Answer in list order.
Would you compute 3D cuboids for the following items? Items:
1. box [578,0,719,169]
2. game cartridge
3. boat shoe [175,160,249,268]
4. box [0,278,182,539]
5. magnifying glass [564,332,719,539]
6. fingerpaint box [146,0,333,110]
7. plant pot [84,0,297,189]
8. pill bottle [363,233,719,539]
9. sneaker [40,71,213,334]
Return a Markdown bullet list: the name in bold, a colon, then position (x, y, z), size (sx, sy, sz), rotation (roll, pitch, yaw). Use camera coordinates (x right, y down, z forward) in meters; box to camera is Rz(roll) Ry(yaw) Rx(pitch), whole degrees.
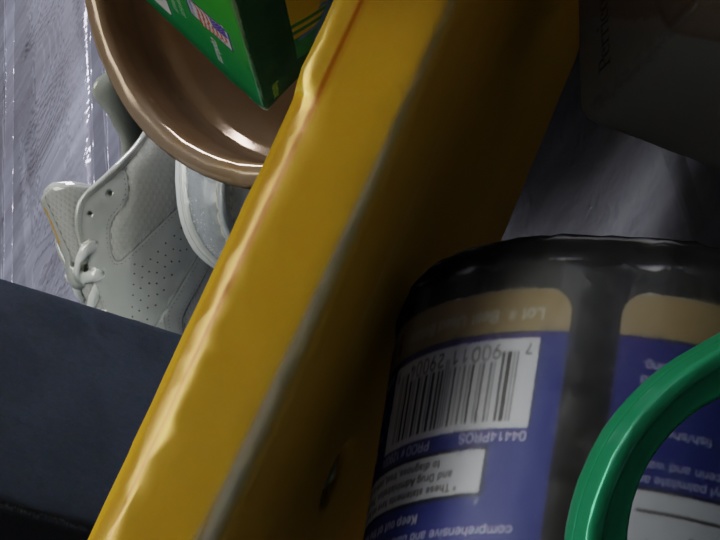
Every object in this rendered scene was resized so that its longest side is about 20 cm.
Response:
- **box**: position (0.130, -0.108, 0.620), size (0.200, 0.078, 0.095), rotation (-48, 31, 47)
- **game cartridge**: position (0.000, 0.000, 0.669), size (0.176, 0.032, 0.200), rotation (61, -129, -75)
- **boat shoe**: position (-0.004, -0.089, 0.960), size (0.202, 0.074, 0.065), rotation (-64, 17, 2)
- **box**: position (-0.147, 0.111, 0.923), size (0.197, 0.200, 0.124), rotation (-60, 24, 30)
- **magnifying glass**: position (0.113, 0.008, 0.557), size (0.200, 0.080, 0.022), rotation (-54, 8, -4)
- **fingerpaint box**: position (0.005, -0.141, 0.631), size (0.167, 0.073, 0.200), rotation (-46, -11, -8)
- **plant pot**: position (0.013, -0.117, 0.863), size (0.201, 0.093, 0.201), rotation (-10, 75, 43)
- **pill bottle**: position (0.049, 0.102, 0.611), size (0.112, 0.112, 0.200), rotation (-32, 44, 60)
- **sneaker**: position (-0.081, 0.011, 1.044), size (0.076, 0.092, 0.200), rotation (-29, 47, 62)
